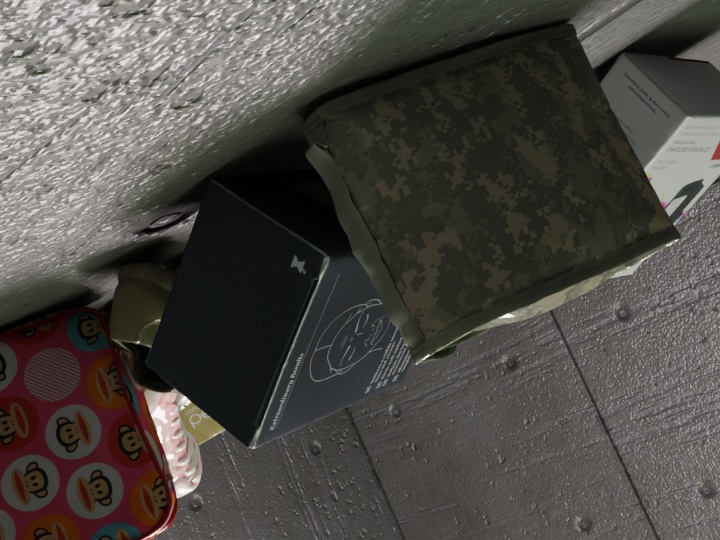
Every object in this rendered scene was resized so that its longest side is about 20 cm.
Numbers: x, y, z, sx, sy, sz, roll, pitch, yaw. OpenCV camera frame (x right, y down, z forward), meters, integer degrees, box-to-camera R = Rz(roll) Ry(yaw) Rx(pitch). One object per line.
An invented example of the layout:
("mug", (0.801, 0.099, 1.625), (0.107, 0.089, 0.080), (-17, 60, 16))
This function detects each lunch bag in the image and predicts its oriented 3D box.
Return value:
("lunch bag", (-0.253, 0.144, 0.809), (0.176, 0.200, 0.082), (-20, 171, -8))
("lunch bag", (0.071, -0.044, 0.640), (0.200, 0.164, 0.118), (-20, 170, -30))

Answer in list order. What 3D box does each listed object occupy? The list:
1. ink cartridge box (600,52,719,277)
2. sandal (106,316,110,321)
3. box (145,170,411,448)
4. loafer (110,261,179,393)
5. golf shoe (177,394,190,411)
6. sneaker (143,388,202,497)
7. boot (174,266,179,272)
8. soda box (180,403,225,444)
("ink cartridge box", (0.235, -0.084, 0.893), (0.146, 0.083, 0.200), (-8, 141, -43))
("sandal", (-0.176, 0.048, 0.974), (0.075, 0.045, 0.200), (-24, 173, 8))
("box", (-0.032, 0.017, 0.732), (0.200, 0.107, 0.149), (-13, 131, -57))
("loafer", (-0.146, 0.072, 0.817), (0.076, 0.068, 0.200), (7, 147, 30))
("golf shoe", (-0.247, 0.110, 1.001), (0.200, 0.078, 0.097), (-15, 163, 18))
("sneaker", (-0.186, 0.148, 0.964), (0.105, 0.075, 0.200), (16, 123, -25))
("boot", (-0.108, 0.058, 0.907), (0.073, 0.090, 0.200), (-62, 168, -14))
("soda box", (-0.185, 0.146, 1.082), (0.200, 0.064, 0.068), (-28, -161, -6))
